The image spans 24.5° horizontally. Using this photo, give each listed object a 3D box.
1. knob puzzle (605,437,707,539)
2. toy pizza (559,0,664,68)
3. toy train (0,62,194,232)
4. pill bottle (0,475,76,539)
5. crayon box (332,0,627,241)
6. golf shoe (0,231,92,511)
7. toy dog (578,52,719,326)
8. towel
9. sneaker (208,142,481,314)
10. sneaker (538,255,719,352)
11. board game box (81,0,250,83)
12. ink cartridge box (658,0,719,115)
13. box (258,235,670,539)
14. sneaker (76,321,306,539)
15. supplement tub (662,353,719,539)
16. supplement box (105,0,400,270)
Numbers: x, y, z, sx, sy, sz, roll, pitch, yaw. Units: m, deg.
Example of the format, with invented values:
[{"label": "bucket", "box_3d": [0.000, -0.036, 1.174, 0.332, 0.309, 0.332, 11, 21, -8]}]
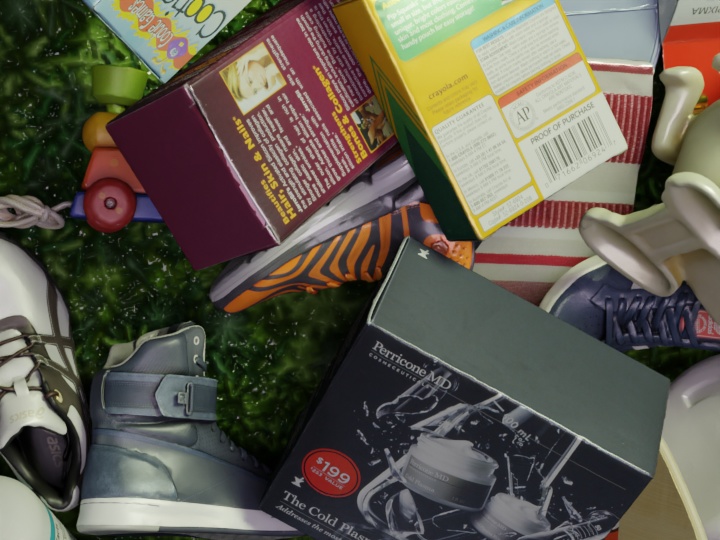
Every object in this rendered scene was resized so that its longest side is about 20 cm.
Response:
[{"label": "knob puzzle", "box_3d": [0.164, 0.169, 1.143, 0.030, 0.219, 0.221, -6, 103, -39]}, {"label": "toy pizza", "box_3d": [0.112, -0.175, 1.143, 0.199, 0.032, 0.201, -2, 99, -10]}, {"label": "toy train", "box_3d": [-0.167, -0.083, 1.091, 0.199, 0.085, 0.116, 2, 89, -10]}, {"label": "pill bottle", "box_3d": [-0.230, 0.208, 1.077, 0.111, 0.111, 0.200, -33, 131, -2]}, {"label": "crayon box", "box_3d": [0.070, -0.135, 1.045, 0.126, 0.052, 0.201, -31, 103, -20]}, {"label": "golf shoe", "box_3d": [-0.221, 0.067, 1.099, 0.078, 0.094, 0.201, -23, 101, -4]}, {"label": "toy dog", "box_3d": [0.276, -0.068, 1.089, 0.194, 0.140, 0.200, 37, 66, -4]}, {"label": "towel", "box_3d": [0.120, -0.054, 1.146, 0.143, 0.023, 0.201, 2, 115, -10]}, {"label": "sneaker", "box_3d": [0.000, 0.000, 1.114, 0.200, 0.078, 0.112, -30, 105, 19]}, {"label": "sneaker", "box_3d": [0.221, 0.028, 1.148, 0.199, 0.085, 0.075, -15, 120, -17]}, {"label": "board game box", "box_3d": [-0.158, -0.228, 0.999, 0.103, 0.105, 0.200, -43, 65, 0]}, {"label": "ink cartridge box", "box_3d": [0.285, -0.194, 1.146, 0.159, 0.047, 0.201, -7, 99, -20]}, {"label": "box", "box_3d": [0.065, 0.112, 1.071, 0.199, 0.104, 0.182, 28, 125, -2]}, {"label": "sneaker", "box_3d": [-0.096, 0.112, 1.135, 0.202, 0.077, 0.147, 12, 70, -38]}, {"label": "supplement tub", "box_3d": [0.306, 0.155, 1.162, 0.200, 0.144, 0.145, 25, 95, -29]}, {"label": "supplement box", "box_3d": [-0.048, -0.101, 1.048, 0.200, 0.085, 0.111, -43, 108, -42]}]
